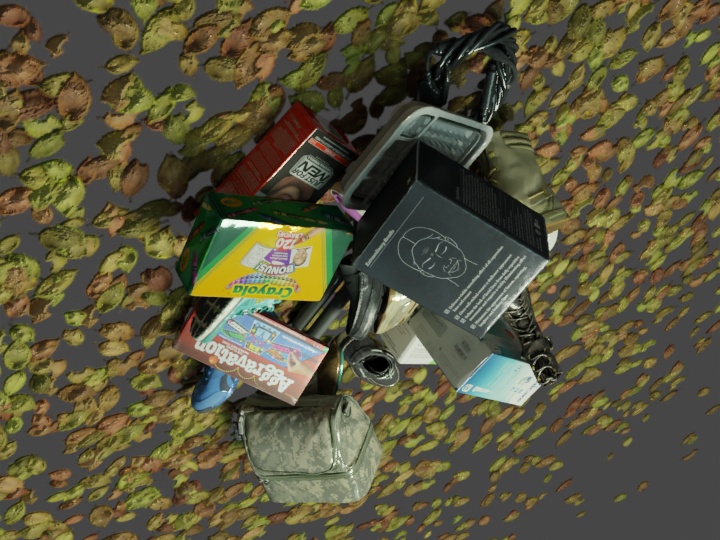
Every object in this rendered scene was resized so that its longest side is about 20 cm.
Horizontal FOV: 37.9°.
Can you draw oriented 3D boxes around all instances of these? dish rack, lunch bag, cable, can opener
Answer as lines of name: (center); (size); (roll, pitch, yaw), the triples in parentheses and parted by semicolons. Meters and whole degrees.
dish rack: (0.068, -0.147, 1.361); (0.199, 0.044, 0.172); (5, 131, -53)
lunch bag: (-0.085, 0.268, 1.663); (0.199, 0.140, 0.168); (-4, 124, 26)
cable: (0.142, -0.248, 1.399); (0.163, 0.051, 0.200); (-34, 150, -15)
can opener: (-0.072, 0.079, 1.603); (0.200, 0.053, 0.067); (-51, 173, 20)

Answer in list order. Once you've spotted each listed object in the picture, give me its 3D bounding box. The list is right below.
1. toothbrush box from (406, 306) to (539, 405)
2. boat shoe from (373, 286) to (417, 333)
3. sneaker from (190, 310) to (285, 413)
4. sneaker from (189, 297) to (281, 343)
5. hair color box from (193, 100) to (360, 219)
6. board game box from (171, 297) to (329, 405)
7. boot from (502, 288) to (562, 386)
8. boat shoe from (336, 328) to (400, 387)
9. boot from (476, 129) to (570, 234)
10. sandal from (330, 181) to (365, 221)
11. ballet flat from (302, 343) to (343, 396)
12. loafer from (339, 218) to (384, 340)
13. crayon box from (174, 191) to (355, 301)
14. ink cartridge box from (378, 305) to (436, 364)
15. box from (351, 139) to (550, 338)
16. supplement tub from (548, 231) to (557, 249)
toothbrush box: (0.187, 0.118, 1.610); (0.085, 0.147, 0.200); (-47, 144, 17)
boat shoe: (0.057, 0.051, 1.588); (0.064, 0.073, 0.200); (-1, 162, -8)
sneaker: (-0.199, 0.124, 1.535); (0.078, 0.066, 0.200); (29, 112, -37)
sneaker: (-0.145, 0.031, 1.419); (0.200, 0.077, 0.080); (-42, 121, -4)
hair color box: (-0.106, -0.109, 1.338); (0.200, 0.061, 0.101); (-45, 144, 14)
board game box: (-0.155, 0.107, 1.485); (0.199, 0.019, 0.103); (28, 104, -19)
boot: (0.241, 0.082, 1.510); (0.069, 0.175, 0.200); (-26, 163, 13)
boat shoe: (0.022, 0.161, 1.745); (0.073, 0.063, 0.200); (-37, 144, 2)
boot: (0.178, -0.109, 1.446); (0.199, 0.156, 0.073); (-15, 165, -24)
sandal: (0.026, -0.036, 1.432); (0.050, 0.203, 0.082); (-44, 177, -7)
ballet flat: (-0.075, 0.196, 1.721); (0.072, 0.068, 0.201); (-1, 139, -12)
loafer: (0.000, 0.000, 1.507); (0.070, 0.068, 0.202); (8, 101, -17)
crayon box: (-0.118, -0.027, 1.315); (0.199, 0.058, 0.119); (3, 127, -38)
ink cartridge box: (0.142, 0.054, 1.702); (0.145, 0.084, 0.200); (6, 128, -43)
box: (0.111, -0.037, 1.311); (0.199, 0.107, 0.149); (30, 121, -15)
supplement tub: (0.177, -0.060, 1.549); (0.199, 0.145, 0.145); (-15, 140, -25)
